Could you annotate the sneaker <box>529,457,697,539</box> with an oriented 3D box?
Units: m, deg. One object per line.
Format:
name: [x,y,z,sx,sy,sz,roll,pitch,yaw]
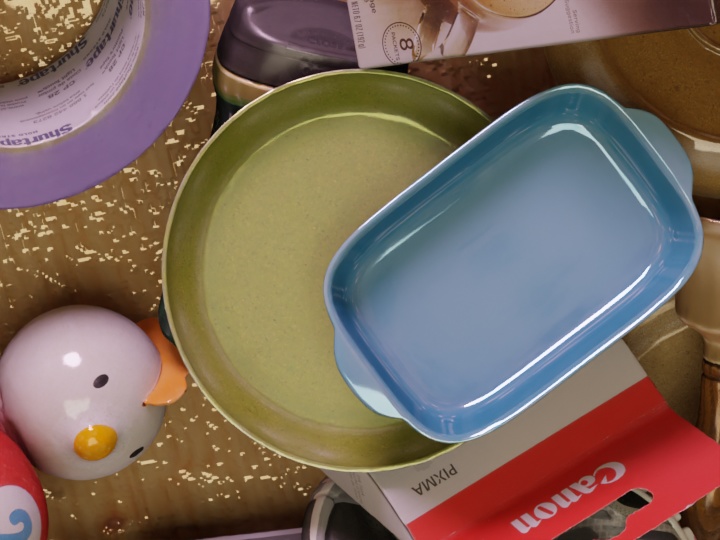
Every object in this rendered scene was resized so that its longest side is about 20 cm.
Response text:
sneaker: [0.143,0.183,1.284,0.200,0.087,0.074,50,126,-3]

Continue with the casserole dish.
casserole dish: [0.074,-0.003,1.231,0.200,0.039,0.121,-37,91,-2]

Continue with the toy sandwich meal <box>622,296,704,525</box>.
toy sandwich meal: [0.199,0.063,1.403,0.204,0.070,0.206,-4,123,-7]

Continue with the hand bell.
hand bell: [0.188,0.057,1.308,0.104,0.104,0.201,3,108,-3]

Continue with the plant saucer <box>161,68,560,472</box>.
plant saucer: [0.000,0.000,1.261,0.199,0.031,0.201,0,89,-4]

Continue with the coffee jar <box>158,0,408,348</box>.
coffee jar: [-0.039,-0.049,1.332,0.104,0.085,0.201,10,113,-8]

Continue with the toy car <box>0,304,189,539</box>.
toy car: [-0.170,0.086,1.349,0.200,0.177,0.185,-26,122,0]

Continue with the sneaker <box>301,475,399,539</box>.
sneaker: [0.048,0.121,1.339,0.115,0.200,0.075,-15,104,24]

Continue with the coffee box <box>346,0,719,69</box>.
coffee box: [0.090,-0.167,1.208,0.199,0.080,0.113,-5,101,34]

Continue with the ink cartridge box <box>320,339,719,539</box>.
ink cartridge box: [0.074,0.078,1.286,0.161,0.200,0.050,-30,126,-19]

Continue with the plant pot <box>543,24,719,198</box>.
plant pot: [0.191,-0.136,1.273,0.199,0.027,0.201,1,79,-3]

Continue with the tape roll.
tape roll: [-0.181,-0.138,1.263,0.199,0.085,0.201,-8,118,-16]

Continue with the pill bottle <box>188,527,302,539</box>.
pill bottle: [-0.074,0.208,1.429,0.199,0.114,0.114,-7,114,2]
